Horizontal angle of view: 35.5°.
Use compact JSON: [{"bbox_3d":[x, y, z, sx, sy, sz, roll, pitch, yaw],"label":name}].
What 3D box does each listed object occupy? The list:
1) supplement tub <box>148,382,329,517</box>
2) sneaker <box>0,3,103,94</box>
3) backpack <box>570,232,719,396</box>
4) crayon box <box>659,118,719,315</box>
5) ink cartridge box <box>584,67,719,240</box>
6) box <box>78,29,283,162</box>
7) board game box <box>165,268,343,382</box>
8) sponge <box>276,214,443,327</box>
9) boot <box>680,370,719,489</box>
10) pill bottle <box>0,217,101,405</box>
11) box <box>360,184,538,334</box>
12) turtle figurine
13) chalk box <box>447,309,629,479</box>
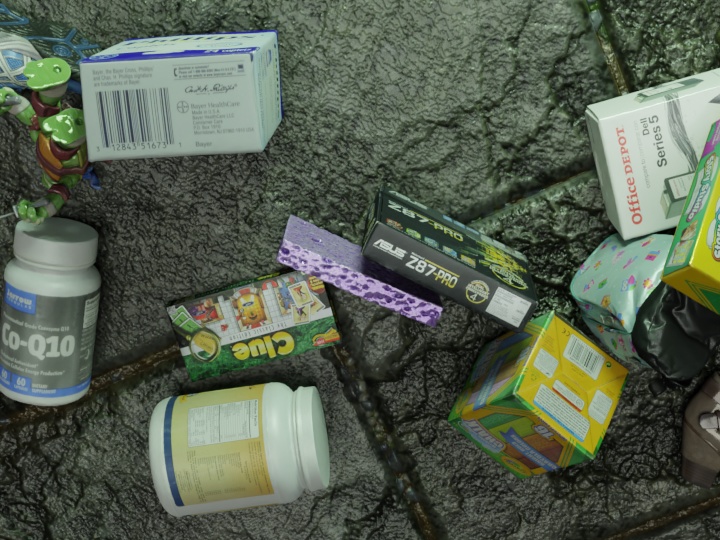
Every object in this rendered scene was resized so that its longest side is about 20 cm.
[{"bbox_3d":[-0.143,0.214,1.362,0.197,0.145,0.146,-8,108,4],"label":"supplement tub"},{"bbox_3d":[-0.368,-0.237,1.271,0.198,0.076,0.078,24,125,-2],"label":"sneaker"},{"bbox_3d":[0.329,0.033,1.261,0.166,0.200,0.127,-39,106,-8],"label":"backpack"},{"bbox_3d":[0.419,-0.040,1.160,0.171,0.058,0.202,29,66,-8],"label":"crayon box"},{"bbox_3d":[0.367,-0.135,1.261,0.197,0.084,0.147,-15,107,6],"label":"ink cartridge box"},{"bbox_3d":[-0.183,-0.190,1.203,0.181,0.200,0.107,-3,107,3],"label":"box"},{"bbox_3d":[-0.129,0.063,1.378,0.197,0.024,0.106,-16,109,7],"label":"board game box"},{"bbox_3d":[0.000,0.000,1.304,0.198,0.112,0.030,23,106,-6],"label":"sponge"},{"bbox_3d":[0.489,0.211,1.378,0.197,0.070,0.148,17,106,-4],"label":"boot"},{"bbox_3d":[-0.367,0.046,1.332,0.112,0.114,0.203,10,108,-1],"label":"pill bottle"},{"bbox_3d":[0.099,-0.016,1.270,0.198,0.161,0.050,26,107,-5],"label":"box"},{"bbox_3d":[-0.369,-0.133,1.230,0.197,0.146,0.194,15,150,-16],"label":"turtle figurine"},{"bbox_3d":[0.194,0.154,1.320,0.124,0.125,0.200,36,150,-9],"label":"chalk box"}]
